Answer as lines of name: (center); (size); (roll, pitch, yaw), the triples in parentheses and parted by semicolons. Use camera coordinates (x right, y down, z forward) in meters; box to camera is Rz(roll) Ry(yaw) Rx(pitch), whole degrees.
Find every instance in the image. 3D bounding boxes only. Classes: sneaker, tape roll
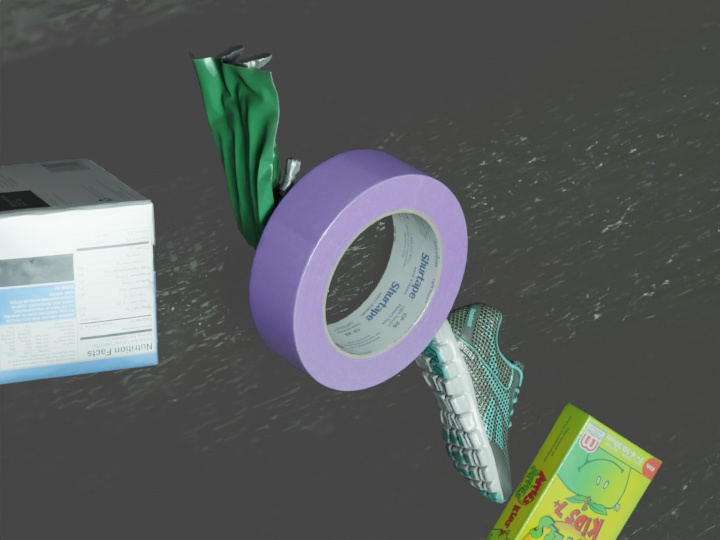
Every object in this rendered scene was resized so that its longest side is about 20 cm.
sneaker: (0.118, 0.120, 1.712); (0.091, 0.077, 0.201); (-25, 112, -20)
tape roll: (0.000, 0.000, 1.597); (0.199, 0.065, 0.201); (-25, 129, -35)

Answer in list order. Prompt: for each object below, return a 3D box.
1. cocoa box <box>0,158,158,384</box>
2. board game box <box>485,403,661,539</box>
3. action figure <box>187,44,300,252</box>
cocoa box: (-0.249, -0.003, 1.457); (0.132, 0.200, 0.132); (-6, 105, -22)
board game box: (0.194, 0.242, 1.784); (0.101, 0.048, 0.201); (32, 88, -26)
action figure: (-0.087, -0.088, 1.572); (0.054, 0.118, 0.201); (-23, 119, -29)
